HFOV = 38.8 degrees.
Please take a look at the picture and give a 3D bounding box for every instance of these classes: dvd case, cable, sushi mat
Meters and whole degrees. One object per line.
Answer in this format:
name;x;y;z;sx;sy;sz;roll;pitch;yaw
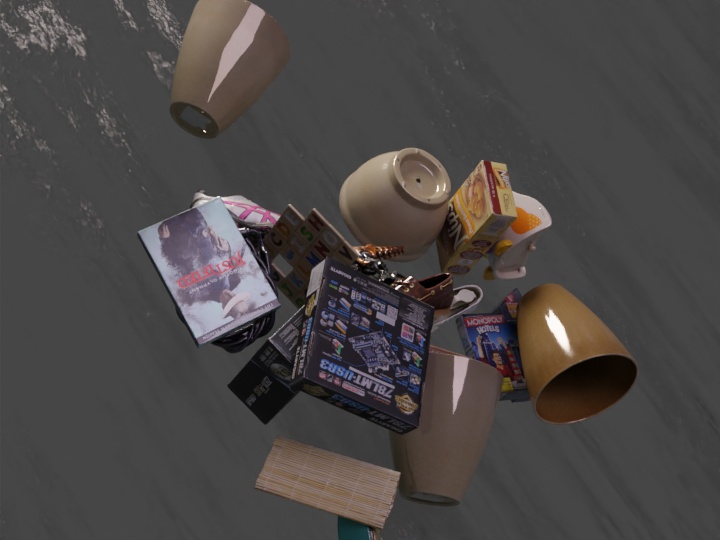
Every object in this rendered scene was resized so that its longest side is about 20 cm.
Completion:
dvd case;-0.229;0.000;1.547;0.145;0.022;0.201;-25;79;-22
cable;-0.210;0.028;1.574;0.162;0.051;0.202;-1;73;-21
sushi mat;-0.046;0.307;1.489;0.198;0.012;0.096;16;48;7

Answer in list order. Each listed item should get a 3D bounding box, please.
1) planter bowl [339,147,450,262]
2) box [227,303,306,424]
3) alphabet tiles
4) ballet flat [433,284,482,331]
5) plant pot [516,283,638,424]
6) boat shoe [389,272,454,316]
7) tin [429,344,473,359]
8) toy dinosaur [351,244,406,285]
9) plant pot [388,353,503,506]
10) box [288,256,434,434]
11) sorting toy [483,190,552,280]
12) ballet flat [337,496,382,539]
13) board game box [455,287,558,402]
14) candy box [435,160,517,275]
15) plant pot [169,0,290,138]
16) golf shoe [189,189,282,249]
planter bowl;0.080;-0.134;1.836;0.199;0.135;0.202;17;52;-24
box;-0.084;0.114;1.543;0.086;0.164;0.200;44;46;2
alphabet tiles;-0.080;-0.009;1.602;0.167;0.200;0.008;46;49;2
ballet flat;0.139;0.064;1.787;0.199;0.069;0.070;-19;72;-39
plant pot;0.345;0.125;1.737;0.185;0.187;0.201;7;44;-29
boat shoe;0.076;0.042;1.667;0.070;0.071;0.199;25;24;39
tin;0.102;0.154;1.671;0.199;0.112;0.042;18;63;-21
toy dinosaur;0.000;0.000;1.723;0.200;0.102;0.136;-39;62;-15
plant pot;0.118;0.254;1.580;0.186;0.187;0.202;18;66;-22
box;0.007;0.108;1.465;0.199;0.050;0.200;25;56;-23
sorting toy;0.253;-0.095;1.911;0.106;0.200;0.181;-17;65;-15
ballet flat;0.014;0.426;1.471;0.070;0.071;0.201;4;57;-31
board game box;0.256;0.132;1.820;0.199;0.062;0.201;1;60;-33
candy box;0.203;-0.091;1.839;0.055;0.200;0.116;8;56;-23
plant pot;-0.243;-0.332;1.747;0.186;0.187;0.201;30;63;-12
golf shoe;-0.182;-0.087;1.676;0.199;0.073;0.093;10;54;-27
